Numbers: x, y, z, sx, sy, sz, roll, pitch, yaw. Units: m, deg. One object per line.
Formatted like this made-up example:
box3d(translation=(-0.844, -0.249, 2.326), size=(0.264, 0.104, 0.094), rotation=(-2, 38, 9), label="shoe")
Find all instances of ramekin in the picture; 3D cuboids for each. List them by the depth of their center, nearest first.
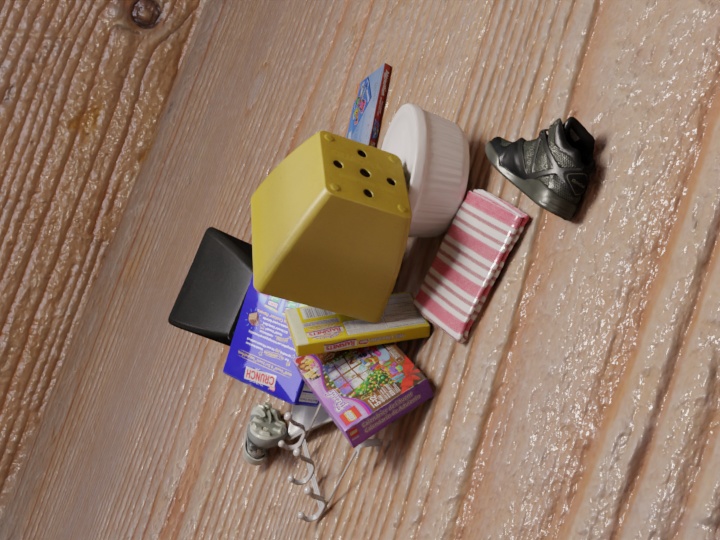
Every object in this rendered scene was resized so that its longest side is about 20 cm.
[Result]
box3d(translation=(0.093, -0.142, 1.537), size=(0.202, 0.093, 0.205), rotation=(-170, 90, -75), label="ramekin")

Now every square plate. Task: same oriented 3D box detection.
box3d(translation=(-0.049, 0.169, 1.676), size=(0.199, 0.028, 0.200), rotation=(-32, 41, 50), label="square plate")

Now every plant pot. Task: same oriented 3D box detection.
box3d(translation=(-0.031, -0.076, 1.447), size=(0.177, 0.198, 0.202), rotation=(-56, 29, 38), label="plant pot")
box3d(translation=(-0.211, 0.061, 1.911), size=(0.177, 0.198, 0.202), rotation=(25, 91, 54), label="plant pot")

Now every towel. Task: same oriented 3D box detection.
box3d(translation=(0.155, -0.009, 1.432), size=(0.202, 0.030, 0.146), rotation=(-64, 28, 8), label="towel")

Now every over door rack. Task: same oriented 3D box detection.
box3d(translation=(-0.060, 0.261, 1.536), size=(0.201, 0.066, 0.149), rotation=(-54, 40, 32), label="over door rack")

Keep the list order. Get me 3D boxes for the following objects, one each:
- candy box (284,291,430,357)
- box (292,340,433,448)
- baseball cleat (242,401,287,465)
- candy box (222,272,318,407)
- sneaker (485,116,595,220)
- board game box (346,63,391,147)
box3d(translation=(-0.006, 0.077, 1.494), size=(0.103, 0.197, 0.027), rotation=(-115, 21, -56), label="candy box")
box3d(translation=(0.000, 0.154, 1.465), size=(0.136, 0.039, 0.200), rotation=(-32, 35, -10), label="box")
box3d(translation=(-0.166, 0.293, 1.740), size=(0.200, 0.069, 0.108), rotation=(-104, 29, -84), label="baseball cleat")
box3d(translation=(-0.118, 0.100, 1.650), size=(0.168, 0.077, 0.203), rotation=(19, 89, 35), label="candy box")
box3d(translation=(0.241, -0.153, 1.330), size=(0.115, 0.076, 0.200), rotation=(-59, 29, 11), label="sneaker")
box3d(translation=(0.010, -0.293, 1.960), size=(0.103, 0.019, 0.202), rotation=(-25, 47, 53), label="board game box")
